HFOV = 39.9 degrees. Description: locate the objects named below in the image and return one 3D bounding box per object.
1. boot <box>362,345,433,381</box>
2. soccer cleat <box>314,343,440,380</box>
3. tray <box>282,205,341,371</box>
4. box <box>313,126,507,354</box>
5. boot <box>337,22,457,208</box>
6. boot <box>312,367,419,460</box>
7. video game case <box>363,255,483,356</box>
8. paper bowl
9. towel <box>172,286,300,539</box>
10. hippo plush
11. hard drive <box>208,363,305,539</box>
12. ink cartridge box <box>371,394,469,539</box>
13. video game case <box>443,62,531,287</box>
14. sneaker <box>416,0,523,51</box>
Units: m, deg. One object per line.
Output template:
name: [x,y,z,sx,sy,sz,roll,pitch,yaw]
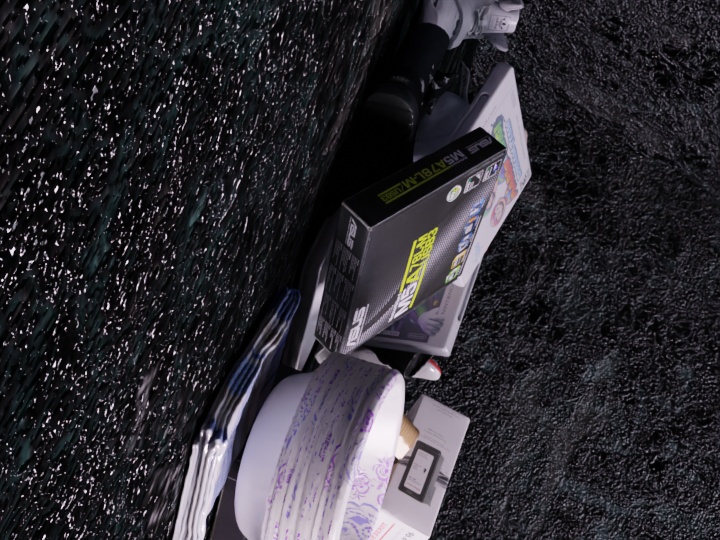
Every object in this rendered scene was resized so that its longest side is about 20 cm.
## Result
boot: [0.059,0.048,1.334,0.201,0.172,0.069,-56,139,-17]
soccer cleat: [0.022,0.123,1.369,0.086,0.198,0.069,-54,143,-21]
tray: [-0.049,0.026,1.012,0.202,0.022,0.108,106,6,-47]
box: [0.047,-0.026,0.992,0.192,0.047,0.202,-33,153,-35]
boot: [0.044,-0.142,1.052,0.169,0.075,0.203,-60,164,-49]
boot: [-0.046,0.197,1.080,0.202,0.144,0.071,-49,-165,4]
video game case: [0.055,0.016,1.296,0.023,0.197,0.184,49,54,-46]
paper bowl: [-0.037,0.170,0.845,0.200,0.103,0.204,16,90,-78]
towel: [-0.097,0.119,0.792,0.201,0.023,0.149,-65,174,-56]
hippo plush: [0.113,-0.136,1.264,0.161,0.157,0.202,-51,141,-29]
hard drive: [-0.108,0.210,0.991,0.140,0.037,0.202,-65,175,-53]
ink cartridge box: [0.049,0.258,1.128,0.202,0.067,0.117,-63,-179,-39]
video game case: [0.139,-0.106,1.152,0.183,0.023,0.201,-57,150,-20]
sneaker: [0.134,-0.309,1.210,0.201,0.113,0.076,-65,174,-52]
